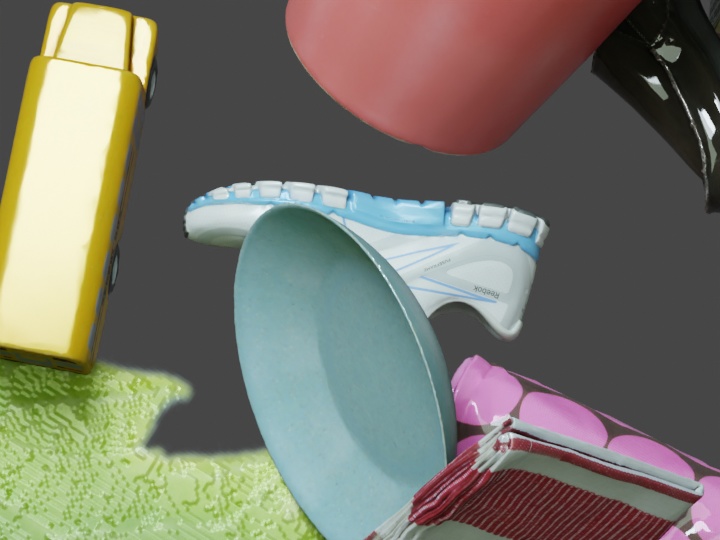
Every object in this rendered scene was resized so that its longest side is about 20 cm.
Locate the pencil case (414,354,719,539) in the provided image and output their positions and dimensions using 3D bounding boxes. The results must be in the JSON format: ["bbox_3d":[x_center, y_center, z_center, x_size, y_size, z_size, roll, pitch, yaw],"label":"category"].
[{"bbox_3d":[0.124,0.127,1.578,0.199,0.091,0.094,28,111,7],"label":"pencil case"}]

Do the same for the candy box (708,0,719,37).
[{"bbox_3d":[0.260,-0.227,1.655,0.116,0.056,0.201,4,81,0],"label":"candy box"}]

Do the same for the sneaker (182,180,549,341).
[{"bbox_3d":[0.000,0.000,1.606,0.199,0.075,0.087,7,86,1],"label":"sneaker"}]

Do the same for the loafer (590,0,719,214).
[{"bbox_3d":[0.163,-0.113,1.631,0.071,0.073,0.201,-21,71,0],"label":"loafer"}]

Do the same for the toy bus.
[{"bbox_3d":[-0.159,-0.048,1.608,0.065,0.078,0.201,10,80,2],"label":"toy bus"}]

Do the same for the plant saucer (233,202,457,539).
[{"bbox_3d":[0.001,0.057,1.544,0.039,0.201,0.202,-19,79,-28],"label":"plant saucer"}]

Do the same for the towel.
[{"bbox_3d":[0.062,0.154,1.504,0.200,0.144,0.023,-44,45,30],"label":"towel"}]

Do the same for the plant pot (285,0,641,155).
[{"bbox_3d":[0.060,-0.172,1.561,0.200,0.200,0.178,35,123,6],"label":"plant pot"}]
